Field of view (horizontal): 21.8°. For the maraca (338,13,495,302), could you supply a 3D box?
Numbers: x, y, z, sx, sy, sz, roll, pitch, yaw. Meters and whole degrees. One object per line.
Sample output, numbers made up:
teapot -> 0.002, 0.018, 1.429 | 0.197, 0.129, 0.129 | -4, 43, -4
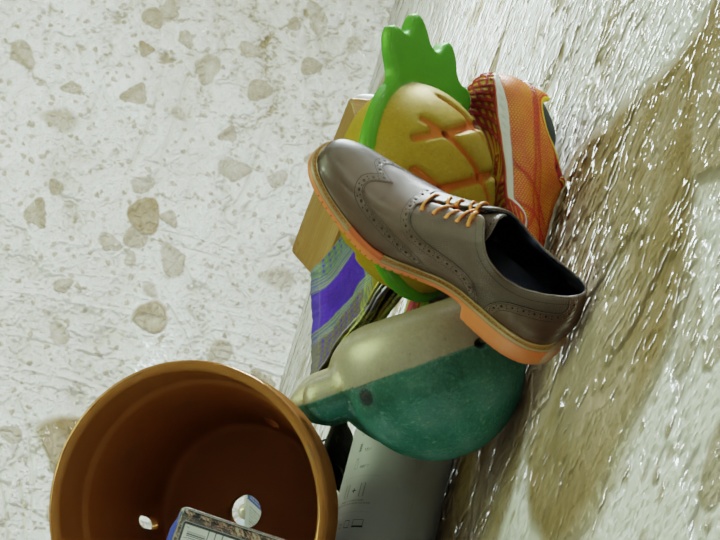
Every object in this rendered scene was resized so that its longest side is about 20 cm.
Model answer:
maraca -> 0.039, -0.077, 1.289 | 0.137, 0.106, 0.201 | 37, -126, -53

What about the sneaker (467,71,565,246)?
sneaker -> 0.117, -0.049, 1.341 | 0.073, 0.077, 0.201 | -26, 57, 55

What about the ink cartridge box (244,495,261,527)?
ink cartridge box -> -0.053, 0.265, 1.521 | 0.119, 0.042, 0.201 | 36, 131, 43

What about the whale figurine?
whale figurine -> 0.031, 0.085, 1.287 | 0.200, 0.158, 0.104 | -27, 82, 54

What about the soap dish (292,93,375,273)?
soap dish -> 0.038, -0.064, 1.736 | 0.201, 0.156, 0.082 | 113, 157, -43

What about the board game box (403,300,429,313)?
board game box -> 0.047, 0.095, 1.595 | 0.102, 0.047, 0.201 | 171, 118, -85

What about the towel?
towel -> 0.000, 0.000, 1.438 | 0.144, 0.023, 0.200 | -55, 17, 27

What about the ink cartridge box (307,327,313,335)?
ink cartridge box -> 0.052, -0.029, 1.556 | 0.163, 0.057, 0.200 | -46, 9, 45

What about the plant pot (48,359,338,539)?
plant pot -> -0.100, 0.170, 1.311 | 0.140, 0.199, 0.201 | 29, -101, -73

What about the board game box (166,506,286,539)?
board game box -> -0.043, 0.254, 1.133 | 0.097, 0.199, 0.160 | 124, 165, -74

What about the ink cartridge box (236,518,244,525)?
ink cartridge box -> -0.119, 0.278, 1.752 | 0.163, 0.199, 0.057 | -81, 1, -69

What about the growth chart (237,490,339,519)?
growth chart -> -0.034, 0.227, 1.530 | 0.200, 0.018, 0.145 | 49, 137, 33

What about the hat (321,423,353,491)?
hat -> -0.048, 0.205, 1.649 | 0.201, 0.080, 0.202 | -2, -90, -82

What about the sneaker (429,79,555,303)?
sneaker -> 0.106, -0.045, 1.440 | 0.075, 0.106, 0.201 | 15, 114, 50

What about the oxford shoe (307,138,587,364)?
oxford shoe -> 0.057, -0.028, 1.169 | 0.071, 0.199, 0.073 | -52, -5, -40

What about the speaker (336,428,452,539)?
speaker -> 0.028, 0.153, 1.419 | 0.081, 0.081, 0.201 | 116, 170, -55
